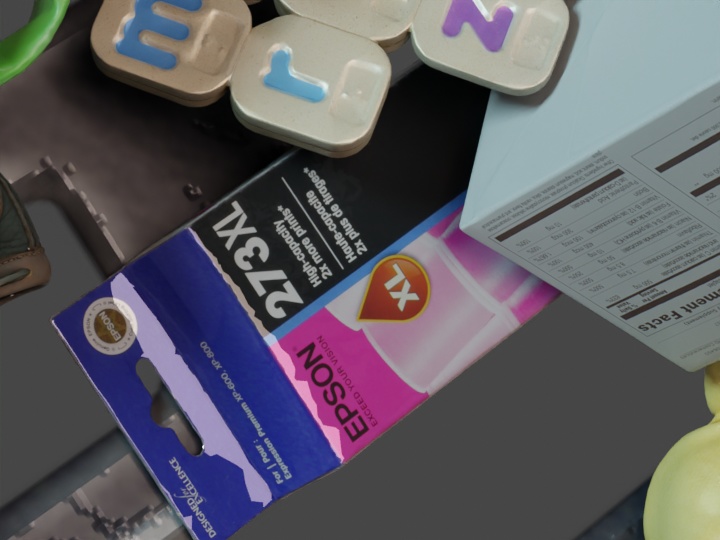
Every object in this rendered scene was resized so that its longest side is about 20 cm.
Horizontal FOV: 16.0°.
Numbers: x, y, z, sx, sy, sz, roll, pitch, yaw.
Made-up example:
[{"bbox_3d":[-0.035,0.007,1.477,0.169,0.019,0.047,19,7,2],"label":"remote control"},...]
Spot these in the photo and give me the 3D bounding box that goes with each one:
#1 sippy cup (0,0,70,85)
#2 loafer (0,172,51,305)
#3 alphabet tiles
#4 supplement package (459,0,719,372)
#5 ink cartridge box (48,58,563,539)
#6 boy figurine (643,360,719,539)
[{"bbox_3d":[-0.177,-0.108,0.724,0.177,0.139,0.132,-15,108,-54],"label":"sippy cup"},{"bbox_3d":[-0.168,0.035,0.757,0.200,0.072,0.063,-46,106,-29],"label":"loafer"},{"bbox_3d":[-0.012,-0.137,0.864,0.194,0.015,0.201,19,69,5],"label":"alphabet tiles"},{"bbox_3d":[0.138,-0.095,0.863,0.110,0.155,0.201,30,55,-24],"label":"supplement package"},{"bbox_3d":[0.000,0.000,0.868,0.200,0.037,0.095,-36,95,-26],"label":"ink cartridge box"},{"bbox_3d":[0.171,0.037,0.927,0.124,0.064,0.201,40,65,-15],"label":"boy figurine"}]
